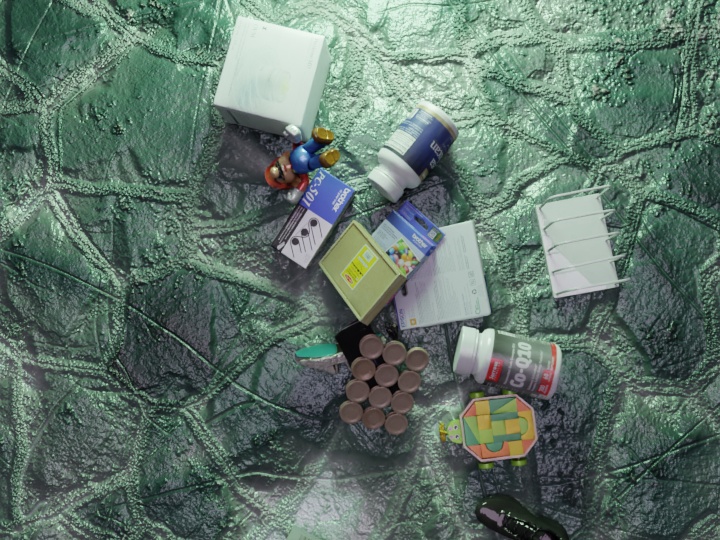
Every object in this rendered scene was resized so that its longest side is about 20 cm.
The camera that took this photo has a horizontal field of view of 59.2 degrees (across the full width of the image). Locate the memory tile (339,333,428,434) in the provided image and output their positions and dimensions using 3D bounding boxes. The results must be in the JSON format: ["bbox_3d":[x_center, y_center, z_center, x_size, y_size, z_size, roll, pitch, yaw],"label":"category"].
[{"bbox_3d":[0.047,0.236,1.302,0.151,0.017,0.202,14,105,-9],"label":"memory tile"}]

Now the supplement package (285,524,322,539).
[{"bbox_3d":[-0.133,0.643,1.268,0.116,0.117,0.202,24,86,5],"label":"supplement package"}]

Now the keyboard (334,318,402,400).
[{"bbox_3d":[0.042,0.181,1.304,0.126,0.021,0.202,-26,108,2],"label":"keyboard"}]

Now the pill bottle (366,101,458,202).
[{"bbox_3d":[0.106,-0.246,1.339,0.111,0.111,0.201,39,89,7],"label":"pill bottle"}]

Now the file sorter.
[{"bbox_3d":[0.453,-0.057,1.290,0.137,0.125,0.203,-10,84,3],"label":"file sorter"}]

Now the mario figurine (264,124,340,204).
[{"bbox_3d":[-0.138,-0.219,1.321,0.105,0.199,0.125,27,58,-33],"label":"mario figurine"}]

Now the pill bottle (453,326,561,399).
[{"bbox_3d":[0.294,0.183,1.283,0.197,0.114,0.115,13,85,5],"label":"pill bottle"}]

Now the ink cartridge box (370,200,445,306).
[{"bbox_3d":[0.071,-0.037,1.332,0.119,0.042,0.200,43,98,16],"label":"ink cartridge box"}]

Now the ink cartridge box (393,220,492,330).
[{"bbox_3d":[0.162,0.013,1.338,0.198,0.043,0.199,-12,84,19],"label":"ink cartridge box"}]

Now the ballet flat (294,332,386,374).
[{"bbox_3d":[-0.038,0.184,1.332,0.197,0.072,0.073,-12,84,1],"label":"ballet flat"}]

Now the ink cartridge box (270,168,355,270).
[{"bbox_3d":[-0.101,-0.111,1.374,0.093,0.044,0.201,32,87,5],"label":"ink cartridge box"}]

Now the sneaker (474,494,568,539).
[{"bbox_3d":[0.326,0.510,1.262,0.198,0.091,0.077,18,88,7],"label":"sneaker"}]

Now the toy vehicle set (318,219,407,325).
[{"bbox_3d":[0.000,0.000,1.298,0.124,0.026,0.200,-49,47,12],"label":"toy vehicle set"}]

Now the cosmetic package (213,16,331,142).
[{"bbox_3d":[-0.186,-0.410,1.371,0.198,0.123,0.202,14,86,4],"label":"cosmetic package"}]

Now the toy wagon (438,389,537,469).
[{"bbox_3d":[0.261,0.328,1.309,0.197,0.040,0.157,-7,84,3],"label":"toy wagon"}]
